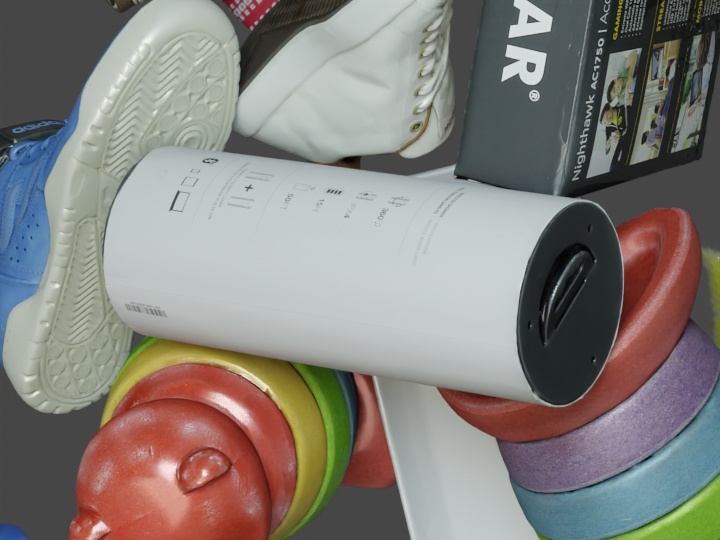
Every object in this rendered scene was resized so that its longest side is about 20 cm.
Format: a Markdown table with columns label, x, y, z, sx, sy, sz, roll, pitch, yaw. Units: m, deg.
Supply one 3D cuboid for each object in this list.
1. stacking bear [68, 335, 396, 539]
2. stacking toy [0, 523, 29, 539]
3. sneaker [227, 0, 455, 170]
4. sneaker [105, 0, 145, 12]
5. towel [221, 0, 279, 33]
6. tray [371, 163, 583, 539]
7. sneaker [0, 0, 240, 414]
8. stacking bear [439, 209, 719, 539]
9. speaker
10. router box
| label | x | y | z | sx | sy | sz | roll | pitch | yaw |
| --- | --- | --- | --- | --- | --- | --- | --- | --- | --- |
| stacking bear | -0.059 | 0.076 | 1.238 | 0.121 | 0.200 | 0.114 | -21 | 97 | 16 |
| stacking toy | -0.154 | 0.162 | 1.346 | 0.200 | 0.085 | 0.085 | 37 | 107 | -2 |
| sneaker | 0.018 | -0.097 | 1.200 | 0.085 | 0.073 | 0.200 | 28 | 152 | -14 |
| sneaker | -0.077 | -0.142 | 1.223 | 0.199 | 0.070 | 0.076 | 2 | 87 | 0 |
| towel | -0.037 | -0.194 | 1.268 | 0.145 | 0.022 | 0.200 | -43 | 88 | 19 |
| tray | 0.059 | 0.050 | 1.286 | 0.107 | 0.022 | 0.201 | -14 | 99 | -7 |
| sneaker | -0.122 | -0.050 | 1.267 | 0.111 | 0.077 | 0.200 | 49 | 130 | 41 |
| stacking bear | 0.130 | 0.097 | 1.232 | 0.121 | 0.114 | 0.200 | -27 | 113 | 18 |
| speaker | 0.000 | 0.000 | 1.158 | 0.200 | 0.081 | 0.081 | 8 | 105 | 33 |
| router box | 0.104 | -0.136 | 1.179 | 0.051 | 0.149 | 0.201 | 15 | 105 | 25 |
